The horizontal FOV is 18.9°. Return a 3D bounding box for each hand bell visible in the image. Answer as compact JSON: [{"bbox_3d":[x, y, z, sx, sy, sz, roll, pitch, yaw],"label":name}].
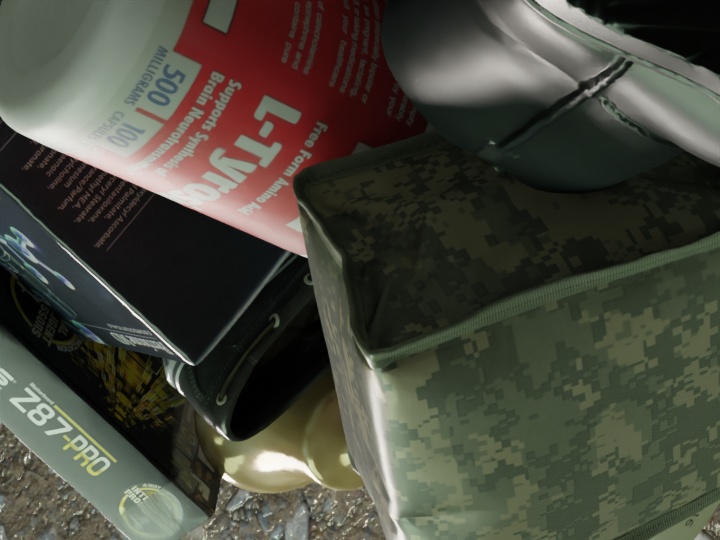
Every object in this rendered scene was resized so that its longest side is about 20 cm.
[{"bbox_3d":[0.017,0.087,0.995,0.104,0.104,0.200,24,-179,-37],"label":"hand bell"}]

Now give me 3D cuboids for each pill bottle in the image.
[{"bbox_3d":[-0.034,-0.071,0.847,0.200,0.113,0.112,23,172,-32],"label":"pill bottle"}]

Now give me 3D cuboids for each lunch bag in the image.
[{"bbox_3d":[0.089,0.020,0.823,0.164,0.199,0.118,78,172,-45],"label":"lunch bag"}]

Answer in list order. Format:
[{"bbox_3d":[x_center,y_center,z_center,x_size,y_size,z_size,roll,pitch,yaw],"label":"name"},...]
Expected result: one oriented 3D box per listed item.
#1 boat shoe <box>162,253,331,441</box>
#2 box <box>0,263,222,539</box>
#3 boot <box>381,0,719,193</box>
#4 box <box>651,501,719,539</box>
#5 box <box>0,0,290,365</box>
[{"bbox_3d":[0.000,0.000,0.975,0.057,0.200,0.069,52,-175,36],"label":"boat shoe"},{"bbox_3d":[-0.133,0.028,1.104,0.161,0.049,0.200,48,-158,-21],"label":"box"},{"bbox_3d":[0.111,-0.056,0.684,0.200,0.077,0.168,27,169,-7],"label":"boot"},{"bbox_3d":[0.090,0.029,1.034,0.128,0.109,0.200,26,-167,-48],"label":"box"},{"bbox_3d":[-0.134,-0.066,0.947,0.200,0.107,0.148,44,164,-21],"label":"box"}]
